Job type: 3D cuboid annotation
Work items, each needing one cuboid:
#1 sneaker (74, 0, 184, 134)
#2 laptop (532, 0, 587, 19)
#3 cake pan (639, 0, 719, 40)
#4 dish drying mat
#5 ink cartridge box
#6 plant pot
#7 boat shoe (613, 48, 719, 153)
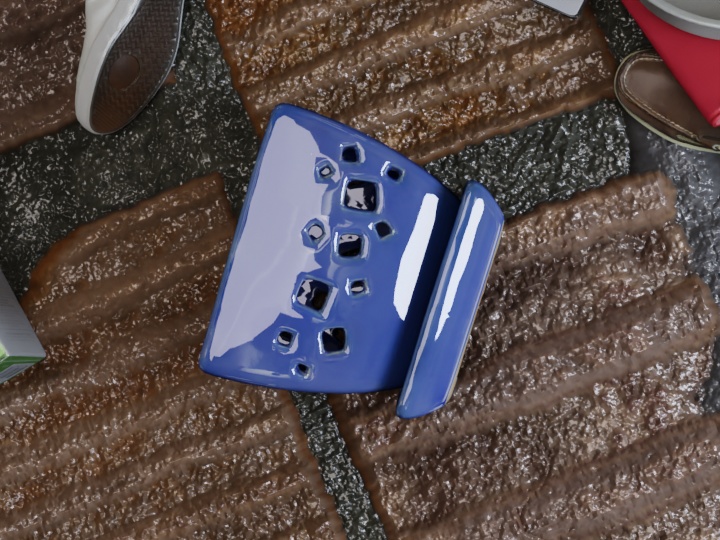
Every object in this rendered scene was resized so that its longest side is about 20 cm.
[{"bbox_3d":[-0.185,-0.207,1.770,0.085,0.073,0.200,27,99,40],"label":"sneaker"},{"bbox_3d":[0.111,-0.322,1.675,0.200,0.116,0.188,26,81,9],"label":"laptop"},{"bbox_3d":[0.275,-0.247,1.662,0.200,0.037,0.201,-2,59,3],"label":"cake pan"},{"bbox_3d":[0.240,-0.198,1.678,0.077,0.018,0.200,-34,61,7],"label":"dish drying mat"},{"bbox_3d":[-0.325,-0.006,1.755,0.059,0.104,0.200,-29,84,6],"label":"ink cartridge box"},{"bbox_3d":[0.000,0.000,1.654,0.179,0.200,0.200,17,91,2],"label":"plant pot"},{"bbox_3d":[0.284,-0.118,1.677,0.202,0.075,0.075,19,91,9],"label":"boat shoe"}]
